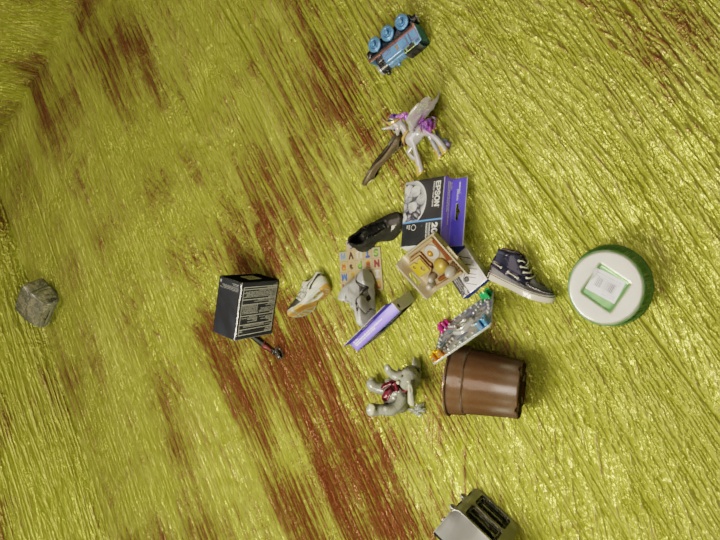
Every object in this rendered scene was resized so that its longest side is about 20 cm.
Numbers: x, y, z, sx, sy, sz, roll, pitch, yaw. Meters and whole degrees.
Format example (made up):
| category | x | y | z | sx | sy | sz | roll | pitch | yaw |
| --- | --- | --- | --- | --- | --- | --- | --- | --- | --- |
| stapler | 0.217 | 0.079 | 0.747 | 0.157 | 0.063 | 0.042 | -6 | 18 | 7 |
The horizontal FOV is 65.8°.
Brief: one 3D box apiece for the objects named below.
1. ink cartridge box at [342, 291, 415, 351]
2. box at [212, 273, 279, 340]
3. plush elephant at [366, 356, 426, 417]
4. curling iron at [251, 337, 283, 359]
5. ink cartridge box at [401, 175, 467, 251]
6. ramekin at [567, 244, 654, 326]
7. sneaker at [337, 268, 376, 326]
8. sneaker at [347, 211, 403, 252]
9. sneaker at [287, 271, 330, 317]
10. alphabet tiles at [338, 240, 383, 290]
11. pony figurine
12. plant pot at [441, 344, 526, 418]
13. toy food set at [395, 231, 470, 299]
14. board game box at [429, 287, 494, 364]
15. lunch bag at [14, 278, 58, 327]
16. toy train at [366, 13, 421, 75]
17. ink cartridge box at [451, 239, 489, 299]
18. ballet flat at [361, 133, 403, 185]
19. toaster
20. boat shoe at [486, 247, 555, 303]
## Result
| category | x | y | z | sx | sy | sz | roll | pitch | yaw |
| --- | --- | --- | --- | --- | --- | --- | --- | --- | --- |
| ink cartridge box | 0.059 | 0.157 | 1.660 | 0.044 | 0.199 | 0.198 | 49 | 116 | 11 |
| box | -0.404 | 0.124 | 1.964 | 0.121 | 0.198 | 0.204 | 13 | 98 | 31 |
| plush elephant | 0.116 | 0.344 | 1.657 | 0.194 | 0.165 | 0.159 | 14 | 115 | 3 |
| curling iron | -0.350 | 0.268 | 2.033 | 0.197 | 0.025 | 0.050 | 28 | 142 | 33 |
| ink cartridge box | 0.209 | -0.165 | 1.600 | 0.196 | 0.043 | 0.204 | -4 | 76 | 40 |
| ramekin | 0.603 | 0.039 | 1.358 | 0.196 | 0.097 | 0.207 | 1 | 92 | 33 |
| sneaker | -0.012 | 0.101 | 1.742 | 0.114 | 0.074 | 0.204 | -34 | 40 | 37 |
| sneaker | 0.046 | -0.118 | 1.723 | 0.198 | 0.090 | 0.077 | -32 | 71 | 23 |
| sneaker | -0.181 | 0.082 | 1.903 | 0.199 | 0.075 | 0.089 | -39 | 56 | 25 |
| alphabet tiles | 0.000 | 0.000 | 1.809 | 0.163 | 0.006 | 0.206 | -5 | 89 | 33 |
| pony figurine | 0.174 | -0.408 | 1.612 | 0.192 | 0.166 | 0.202 | -37 | 89 | 30 |
| plant pot | 0.338 | 0.305 | 1.496 | 0.193 | 0.199 | 0.207 | 5 | 94 | 25 |
| toy food set | 0.199 | -0.007 | 1.561 | 0.144 | 0.061 | 0.199 | 46 | 141 | -5 |
| board game box | 0.277 | 0.146 | 1.519 | 0.026 | 0.201 | 0.199 | 46 | 116 | -7 |
| lunch bag | -1.619 | 0.171 | 2.804 | 0.168 | 0.139 | 0.201 | 43 | 117 | 6 |
| toy train | 0.108 | -0.677 | 1.675 | 0.197 | 0.086 | 0.117 | -29 | 82 | 30 |
| ink cartridge box | 0.281 | -0.030 | 1.600 | 0.094 | 0.044 | 0.203 | -41 | 69 | 26 |
| ballet flat | 0.072 | -0.339 | 1.727 | 0.046 | 0.068 | 0.201 | 35 | 110 | -8 |
| toaster | 0.321 | 0.718 | 1.515 | 0.199 | 0.179 | 0.121 | 38 | 109 | 27 |
| boat shoe | 0.434 | 0.009 | 1.482 | 0.197 | 0.074 | 0.095 | 25 | 112 | 31 |
